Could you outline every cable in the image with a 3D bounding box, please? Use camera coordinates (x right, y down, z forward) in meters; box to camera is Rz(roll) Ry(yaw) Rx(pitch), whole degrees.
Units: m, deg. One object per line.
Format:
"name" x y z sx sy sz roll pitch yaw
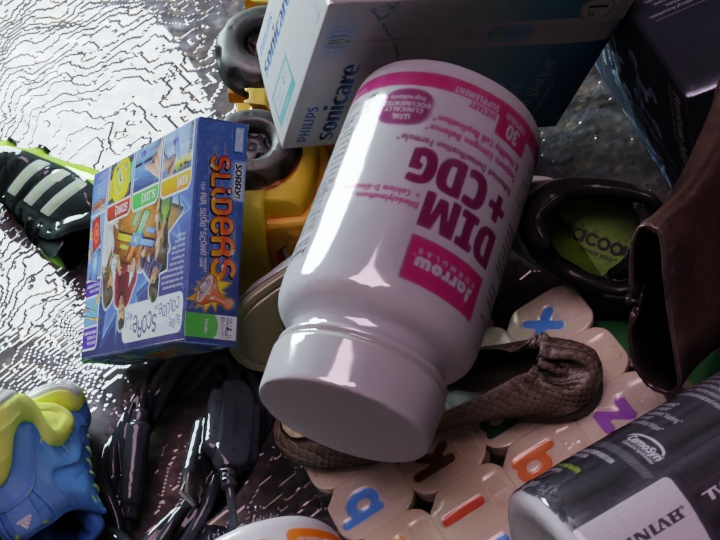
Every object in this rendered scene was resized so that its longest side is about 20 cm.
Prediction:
"cable" -0.118 0.123 0.851 0.163 0.051 0.200 -44 26 23

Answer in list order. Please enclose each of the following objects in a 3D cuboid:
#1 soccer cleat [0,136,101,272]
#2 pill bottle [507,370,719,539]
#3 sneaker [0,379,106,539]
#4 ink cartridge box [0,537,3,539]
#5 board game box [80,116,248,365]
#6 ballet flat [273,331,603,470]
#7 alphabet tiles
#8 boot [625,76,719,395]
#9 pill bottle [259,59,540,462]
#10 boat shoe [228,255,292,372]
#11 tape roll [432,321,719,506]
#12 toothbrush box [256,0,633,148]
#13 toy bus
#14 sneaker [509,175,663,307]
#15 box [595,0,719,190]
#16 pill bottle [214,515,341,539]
"soccer cleat" -0.235 -0.047 1.030 0.199 0.068 0.081 14 74 26
"pill bottle" 0.182 0.109 0.679 0.200 0.106 0.106 -27 51 -15
"sneaker" -0.198 0.128 0.843 0.076 0.200 0.105 -33 84 5
"ink cartridge box" -0.211 0.247 0.758 0.087 0.145 0.200 -28 52 -2
"board game box" -0.131 -0.012 0.880 0.200 0.034 0.136 -12 73 61
"ballet flat" 0.039 0.070 0.785 0.199 0.046 0.068 -11 49 17
"alphabet tiles" 0.069 0.096 0.792 0.195 0.015 0.200 -33 48 -3
"boot" 0.196 -0.051 0.710 0.072 0.201 0.166 13 29 38
"pill bottle" 0.022 -0.005 0.750 0.113 0.113 0.201 8 62 23
"boat shoe" 0.000 0.000 0.863 0.200 0.075 0.068 -27 24 -14
"tape roll" 0.142 0.125 0.788 0.200 0.048 0.201 -9 54 12
"toothbrush box" 0.048 -0.157 0.853 0.199 0.147 0.086 -5 63 -19
"toy bus" -0.005 -0.084 0.950 0.191 0.136 0.201 2 57 1
"sneaker" 0.174 -0.008 0.812 0.199 0.087 0.074 17 93 -3
"box" 0.224 -0.149 0.893 0.107 0.149 0.200 -23 51 2
"pill bottle" -0.025 0.240 0.721 0.113 0.113 0.200 -27 52 -2
